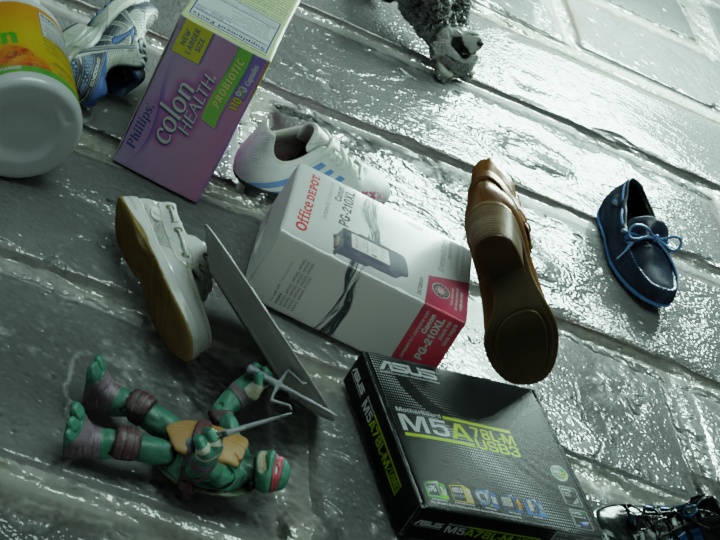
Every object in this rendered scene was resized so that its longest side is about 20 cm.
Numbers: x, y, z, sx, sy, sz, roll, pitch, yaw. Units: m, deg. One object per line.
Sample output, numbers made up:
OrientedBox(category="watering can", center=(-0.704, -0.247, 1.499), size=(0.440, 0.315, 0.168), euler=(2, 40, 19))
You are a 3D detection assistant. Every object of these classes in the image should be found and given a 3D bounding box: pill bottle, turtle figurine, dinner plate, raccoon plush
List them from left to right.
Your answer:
OrientedBox(category="pill bottle", center=(-0.328, -0.187, 1.618), size=(0.111, 0.111, 0.200), euler=(14, 34, -29))
OrientedBox(category="turtle figurine", center=(-0.123, 0.129, 1.344), size=(0.200, 0.101, 0.150), euler=(13, 15, -1))
OrientedBox(category="dinner plate", center=(-0.085, 0.049, 1.474), size=(0.200, 0.024, 0.200), euler=(57, -6, 9))
OrientedBox(category="raccoon plush", center=(0.090, -0.318, 2.270), size=(0.097, 0.134, 0.200), euler=(-8, 14, -29))

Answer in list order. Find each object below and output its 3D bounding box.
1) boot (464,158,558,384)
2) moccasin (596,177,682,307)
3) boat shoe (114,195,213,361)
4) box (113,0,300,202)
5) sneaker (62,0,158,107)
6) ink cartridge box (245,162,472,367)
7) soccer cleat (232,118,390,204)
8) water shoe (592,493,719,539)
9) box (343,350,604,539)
OrientedBox(category="boot", center=(0.144, 0.000, 1.720), size=(0.155, 0.077, 0.200), euler=(-89, 158, -57))
OrientedBox(category="moccasin", center=(0.328, -0.040, 2.047), size=(0.080, 0.068, 0.200), euler=(14, 34, -28))
OrientedBox(category="boat shoe", center=(-0.158, -0.001, 1.522), size=(0.069, 0.071, 0.200), euler=(-7, 44, -23))
OrientedBox(category="box", center=(-0.149, -0.199, 1.736), size=(0.097, 0.176, 0.200), euler=(28, 29, -6))
OrientedBox(category="sneaker", center=(-0.256, -0.221, 1.791), size=(0.085, 0.077, 0.200), euler=(42, 37, -2))
OrientedBox(category="ink cartridge box", center=(0.000, 0.000, 1.666), size=(0.200, 0.084, 0.145), euler=(27, 29, -9))
OrientedBox(category="soccer cleat", center=(-0.037, -0.109, 1.795), size=(0.200, 0.086, 0.070), euler=(6, 38, -38))
OrientedBox(category="water shoe", center=(0.295, 0.232, 1.594), size=(0.200, 0.079, 0.072), euler=(11, 35, -32))
OrientedBox(category="box", center=(0.100, 0.167, 1.546), size=(0.200, 0.048, 0.193), euler=(15, 36, -28))
